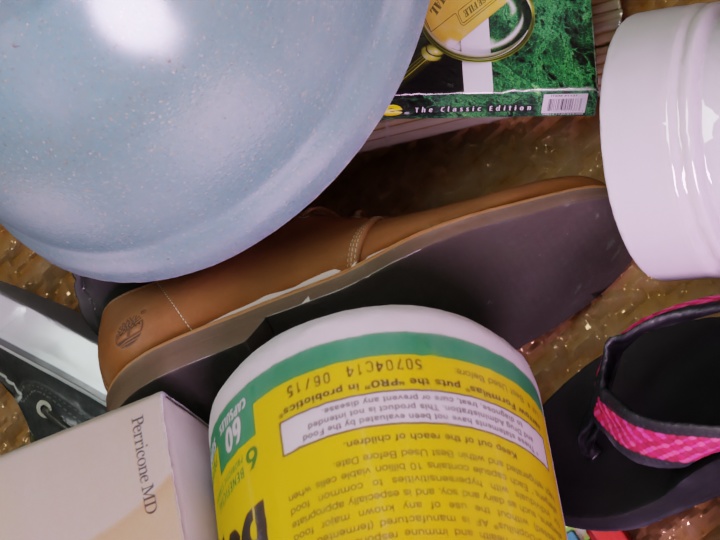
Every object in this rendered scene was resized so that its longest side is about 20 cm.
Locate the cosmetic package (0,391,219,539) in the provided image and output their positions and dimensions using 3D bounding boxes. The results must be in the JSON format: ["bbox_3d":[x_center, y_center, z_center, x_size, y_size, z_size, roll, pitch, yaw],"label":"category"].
[{"bbox_3d":[-0.129,0.129,0.955,0.199,0.071,0.106,-24,59,15],"label":"cosmetic package"}]

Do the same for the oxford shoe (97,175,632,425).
[{"bbox_3d":[0.000,0.000,0.989,0.199,0.072,0.071,-17,47,-3],"label":"oxford shoe"}]

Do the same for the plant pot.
[{"bbox_3d":[-0.094,-0.113,0.944,0.199,0.134,0.201,-14,62,29],"label":"plant pot"}]

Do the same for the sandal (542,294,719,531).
[{"bbox_3d":[0.115,0.036,0.896,0.199,0.045,0.075,-16,47,49],"label":"sandal"}]

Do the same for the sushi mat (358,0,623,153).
[{"bbox_3d":[0.008,-0.092,1.058,0.199,0.012,0.096,-12,74,25],"label":"sushi mat"}]

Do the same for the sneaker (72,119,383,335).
[{"bbox_3d":[-0.034,-0.058,1.021,0.088,0.074,0.201,23,86,25],"label":"sneaker"}]

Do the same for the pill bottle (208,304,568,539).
[{"bbox_3d":[0.015,0.120,0.872,0.112,0.113,0.201,-26,49,20],"label":"pill bottle"}]

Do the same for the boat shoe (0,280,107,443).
[{"bbox_3d":[-0.092,0.058,1.045,0.199,0.069,0.057,29,93,27],"label":"boat shoe"}]

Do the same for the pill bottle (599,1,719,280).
[{"bbox_3d":[0.184,-0.050,0.895,0.199,0.119,0.120,-5,76,27],"label":"pill bottle"}]

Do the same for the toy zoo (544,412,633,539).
[{"bbox_3d":[0.060,0.159,0.946,0.131,0.020,0.200,-38,57,7],"label":"toy zoo"}]

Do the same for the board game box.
[{"bbox_3d":[0.027,-0.146,1.010,0.104,0.023,0.201,-1,65,-4],"label":"board game box"}]
